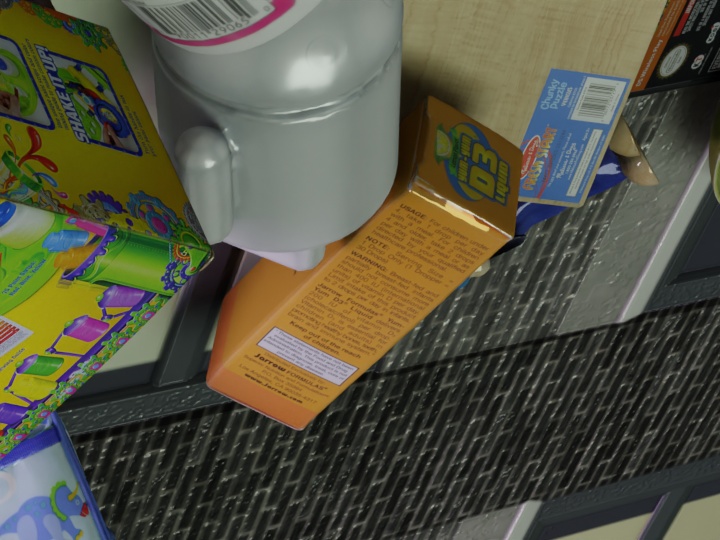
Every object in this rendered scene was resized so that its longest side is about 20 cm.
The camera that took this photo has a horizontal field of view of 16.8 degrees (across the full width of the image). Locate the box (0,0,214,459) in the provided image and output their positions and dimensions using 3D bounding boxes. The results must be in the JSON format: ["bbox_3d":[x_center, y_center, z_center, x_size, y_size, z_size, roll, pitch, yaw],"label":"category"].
[{"bbox_3d":[-0.202,-0.007,0.919,0.200,0.122,0.192,-41,148,24],"label":"box"}]

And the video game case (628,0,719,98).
[{"bbox_3d":[0.162,-0.168,1.269,0.180,0.026,0.200,-13,142,-32],"label":"video game case"}]

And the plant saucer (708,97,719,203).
[{"bbox_3d":[0.270,-0.118,1.405,0.200,0.031,0.200,-32,153,-19],"label":"plant saucer"}]

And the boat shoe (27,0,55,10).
[{"bbox_3d":[-0.200,-0.048,1.047,0.200,0.072,0.072,-43,147,11],"label":"boat shoe"}]

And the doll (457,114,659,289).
[{"bbox_3d":[0.058,-0.030,1.320,0.199,0.049,0.136,-29,150,8],"label":"doll"}]

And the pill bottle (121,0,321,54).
[{"bbox_3d":[-0.092,-0.179,0.931,0.113,0.114,0.200,-40,138,8],"label":"pill bottle"}]

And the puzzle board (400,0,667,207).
[{"bbox_3d":[0.072,-0.120,1.206,0.150,0.017,0.201,5,128,-19],"label":"puzzle board"}]

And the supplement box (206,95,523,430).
[{"bbox_3d":[0.000,0.000,1.235,0.069,0.067,0.200,27,136,-18],"label":"supplement box"}]

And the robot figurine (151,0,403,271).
[{"bbox_3d":[-0.038,-0.087,1.108,0.200,0.112,0.170,92,20,-51],"label":"robot figurine"}]

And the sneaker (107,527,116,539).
[{"bbox_3d":[-0.202,0.203,1.383,0.200,0.075,0.088,-40,159,19],"label":"sneaker"}]

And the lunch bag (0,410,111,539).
[{"bbox_3d":[-0.227,0.147,1.205,0.199,0.161,0.082,-21,-172,-22],"label":"lunch bag"}]
